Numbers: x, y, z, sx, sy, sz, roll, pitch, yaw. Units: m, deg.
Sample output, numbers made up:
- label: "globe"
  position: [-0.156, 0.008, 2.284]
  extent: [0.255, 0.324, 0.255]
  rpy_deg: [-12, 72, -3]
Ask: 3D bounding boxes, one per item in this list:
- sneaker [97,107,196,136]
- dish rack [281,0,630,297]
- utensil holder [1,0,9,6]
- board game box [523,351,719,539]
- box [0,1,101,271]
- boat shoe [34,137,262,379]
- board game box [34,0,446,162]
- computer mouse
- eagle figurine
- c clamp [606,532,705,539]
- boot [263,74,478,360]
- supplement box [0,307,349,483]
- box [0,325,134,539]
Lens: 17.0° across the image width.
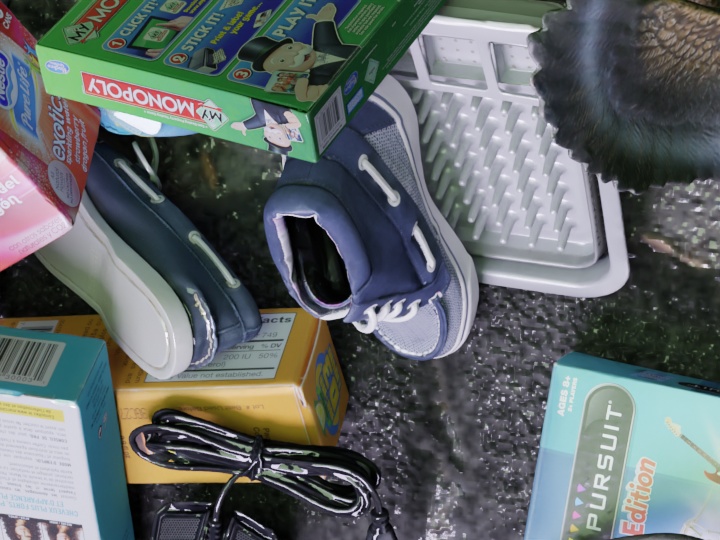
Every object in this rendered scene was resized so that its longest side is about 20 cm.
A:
- label: "sneaker"
  position: [-0.113, -0.131, 1.173]
  extent: [0.130, 0.200, 0.080]
  rpy_deg: [-39, 42, 23]
- label: "dish rack"
  position: [0.043, -0.068, 1.139]
  extent: [0.171, 0.200, 0.044]
  rpy_deg: [8, 55, 18]
- label: "utensil holder"
  position: [-0.289, -0.169, 1.206]
  extent: [0.169, 0.200, 0.170]
  rpy_deg: [2, 96, 17]
- label: "board game box"
  position: [0.181, 0.135, 1.168]
  extent: [0.199, 0.047, 0.151]
  rpy_deg: [11, 98, 16]
- label: "box"
  position: [-0.235, -0.036, 1.175]
  extent: [0.200, 0.100, 0.096]
  rpy_deg: [-28, 120, 23]
- label: "boat shoe"
  position: [-0.122, -0.026, 1.226]
  extent: [0.200, 0.062, 0.075]
  rpy_deg: [44, 139, 37]
- label: "board game box"
  position: [-0.032, -0.130, 1.056]
  extent: [0.134, 0.200, 0.029]
  rpy_deg: [15, 136, 25]
- label: "computer mouse"
  position: [-0.046, 0.156, 1.225]
  extent: [0.140, 0.046, 0.200]
  rpy_deg: [10, 121, 11]
- label: "eagle figurine"
  position: [0.160, -0.112, 1.036]
  extent: [0.199, 0.152, 0.151]
  rpy_deg: [2, 101, -5]
- label: "c clamp"
  position: [0.126, 0.210, 1.156]
  extent: [0.170, 0.027, 0.200]
  rpy_deg: [0, 118, 23]
- label: "boot"
  position: [0.000, 0.000, 1.133]
  extent: [0.073, 0.200, 0.090]
  rpy_deg: [5, 53, 24]
- label: "supplement box"
  position: [-0.110, 0.065, 1.233]
  extent: [0.199, 0.069, 0.067]
  rpy_deg: [0, 130, 18]
- label: "box"
  position: [-0.161, 0.119, 1.216]
  extent: [0.082, 0.049, 0.200]
  rpy_deg: [7, 131, 11]
